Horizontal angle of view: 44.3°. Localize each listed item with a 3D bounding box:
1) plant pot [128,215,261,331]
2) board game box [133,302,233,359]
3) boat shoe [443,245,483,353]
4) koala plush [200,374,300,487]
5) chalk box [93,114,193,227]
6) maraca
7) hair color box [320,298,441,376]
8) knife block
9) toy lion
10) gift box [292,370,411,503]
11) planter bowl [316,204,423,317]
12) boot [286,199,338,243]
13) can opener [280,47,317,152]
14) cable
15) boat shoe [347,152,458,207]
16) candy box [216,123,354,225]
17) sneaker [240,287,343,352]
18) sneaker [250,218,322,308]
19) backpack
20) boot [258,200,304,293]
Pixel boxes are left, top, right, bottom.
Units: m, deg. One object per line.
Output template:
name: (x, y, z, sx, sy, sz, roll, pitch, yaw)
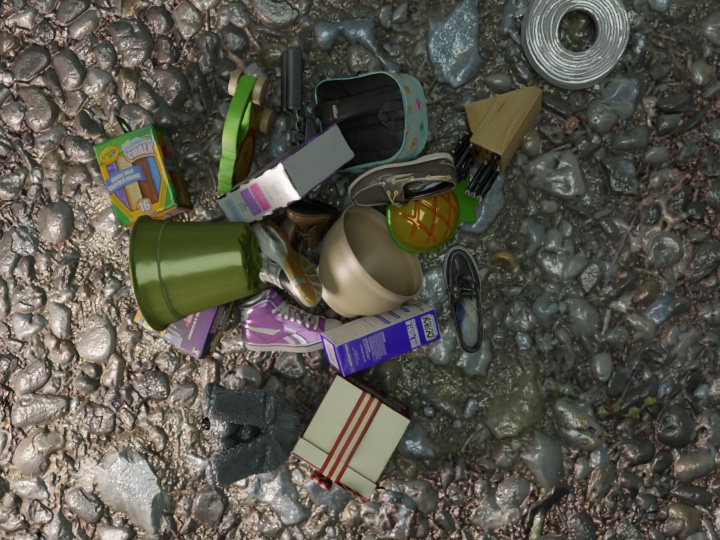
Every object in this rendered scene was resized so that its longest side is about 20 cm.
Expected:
plant pot: (-0.274, -0.010, 1.528, 0.185, 0.200, 0.205, -9, 90, 9)
board game box: (-0.319, 0.038, 1.661, 0.163, 0.056, 0.204, 25, 99, 22)
boat shoe: (0.195, 0.056, 1.653, 0.068, 0.066, 0.205, -5, 91, 4)
koala plush: (-0.221, 0.285, 1.631, 0.180, 0.199, 0.182, -3, 91, -25)
chalk box: (-0.410, -0.195, 1.660, 0.121, 0.125, 0.205, -17, 91, 4)
maraca: (0.134, -0.113, 1.639, 0.197, 0.107, 0.140, -28, 102, -20)
hair color box: (0.036, 0.120, 1.612, 0.196, 0.109, 0.066, -21, 104, -14)
knife block: (0.254, -0.226, 1.613, 0.195, 0.064, 0.179, -14, 66, 4)
toy lion: (-0.220, -0.236, 1.616, 0.067, 0.200, 0.196, 16, 74, 4)
gift box: (-0.008, 0.310, 1.614, 0.198, 0.185, 0.189, 32, 91, 6)
planter bowl: (0.000, 0.000, 1.618, 0.134, 0.200, 0.201, -40, 89, 31)
boot: (-0.091, -0.084, 1.604, 0.072, 0.200, 0.077, 24, 98, 12)
can opener: (-0.116, -0.316, 1.684, 0.065, 0.053, 0.206, 0, 91, -29)
cable: (0.395, -0.440, 1.630, 0.198, 0.069, 0.202, -36, 89, 4)
boat shoe: (0.075, -0.148, 1.559, 0.195, 0.072, 0.061, -15, 55, 4)
candy box: (-0.133, -0.161, 1.557, 0.198, 0.168, 0.072, -22, 106, 45)
sneaker: (-0.129, 0.089, 1.653, 0.195, 0.073, 0.117, -4, 117, 3)
sneaker: (-0.144, 0.002, 1.597, 0.088, 0.075, 0.201, -50, 62, 25)
backpack: (0.031, -0.268, 1.597, 0.197, 0.151, 0.181, -5, 88, 43)
boot: (-0.194, -0.053, 1.679, 0.143, 0.070, 0.204, 18, 87, 9)
